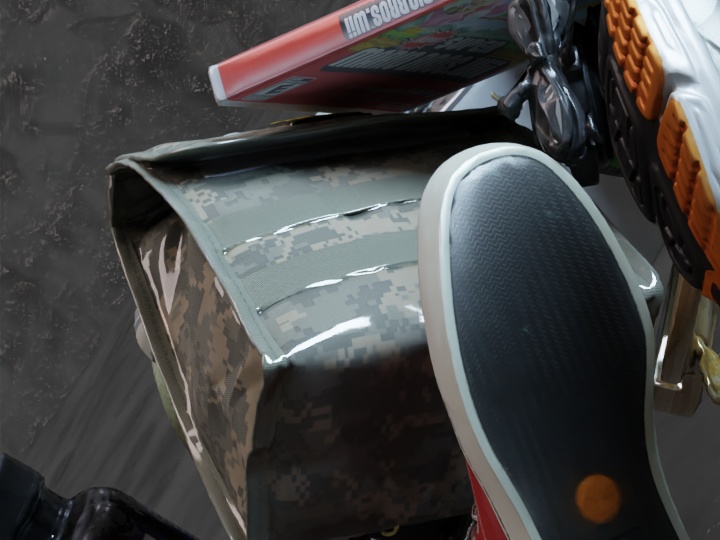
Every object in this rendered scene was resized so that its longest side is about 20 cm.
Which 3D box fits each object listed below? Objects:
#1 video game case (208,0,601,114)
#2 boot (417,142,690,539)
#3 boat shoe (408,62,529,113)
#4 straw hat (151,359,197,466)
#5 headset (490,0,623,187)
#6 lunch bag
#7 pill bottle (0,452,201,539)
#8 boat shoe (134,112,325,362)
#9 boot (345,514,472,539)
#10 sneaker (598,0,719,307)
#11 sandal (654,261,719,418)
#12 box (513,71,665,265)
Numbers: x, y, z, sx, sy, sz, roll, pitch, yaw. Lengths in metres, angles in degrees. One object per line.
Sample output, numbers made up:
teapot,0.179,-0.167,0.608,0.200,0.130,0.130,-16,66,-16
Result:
video game case,0.059,-0.101,0.806,0.199,0.018,0.143,-21,-8,28
boot,0.050,0.064,0.713,0.072,0.202,0.144,-15,-4,-18
boat shoe,0.066,-0.143,0.992,0.201,0.056,0.069,-61,12,-19
straw hat,-0.010,0.037,1.087,0.085,0.201,0.202,-10,43,43
headset,0.113,-0.063,0.757,0.123,0.199,0.095,-23,67,31
lunch bag,0.000,0.000,0.833,0.200,0.163,0.118,-124,32,-48
pill bottle,-0.110,0.175,1.016,0.112,0.199,0.112,-54,11,16
boat shoe,-0.044,-0.029,0.964,0.201,0.072,0.070,-38,-6,-41
boot,-0.006,0.104,0.861,0.074,0.153,0.204,-57,7,29
sneaker,0.136,-0.021,0.595,0.091,0.201,0.076,-22,-21,-9
sandal,0.141,0.014,0.731,0.212,0.069,0.078,71,-148,-76
box,0.098,-0.055,1.013,0.201,0.097,0.124,-58,11,-7
